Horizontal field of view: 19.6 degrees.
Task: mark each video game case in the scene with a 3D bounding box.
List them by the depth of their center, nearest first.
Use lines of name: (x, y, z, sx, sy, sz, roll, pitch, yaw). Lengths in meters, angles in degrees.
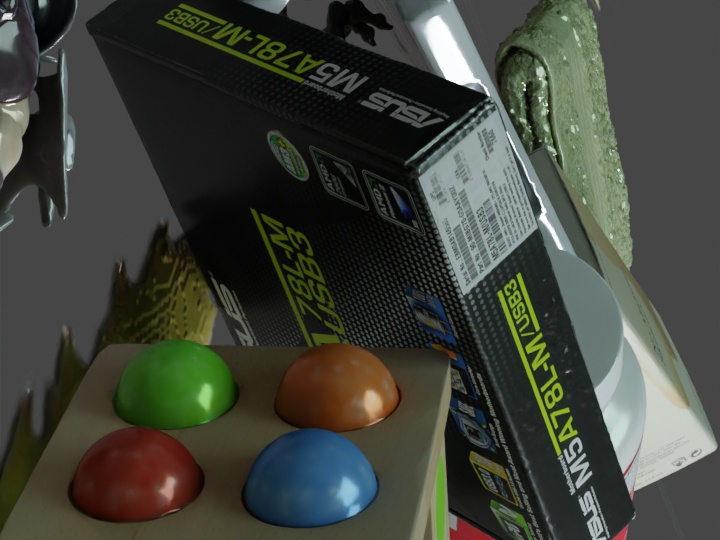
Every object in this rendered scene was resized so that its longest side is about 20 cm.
video game case: (0.024, -0.113, 0.922, 0.183, 0.023, 0.201, 58, 4, -48)

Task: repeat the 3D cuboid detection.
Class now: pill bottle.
pill bottle: (0.069, 0.078, 0.933, 0.201, 0.111, 0.113, 86, 13, -56)

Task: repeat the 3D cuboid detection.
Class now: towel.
towel: (0.128, -0.065, 1.268, 0.148, 0.036, 0.201, -52, 133, -59)

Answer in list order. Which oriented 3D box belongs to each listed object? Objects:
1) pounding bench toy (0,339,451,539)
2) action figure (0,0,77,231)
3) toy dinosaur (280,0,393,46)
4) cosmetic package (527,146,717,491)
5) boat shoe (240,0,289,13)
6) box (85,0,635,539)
pounding bench toy: (-0.029, 0.091, 0.711, 0.200, 0.123, 0.157, -72, 160, -63)
action figure: (-0.127, -0.060, 0.480, 0.200, 0.069, 0.131, -17, 88, -63)
toy dinosaur: (-0.032, -0.101, 0.885, 0.201, 0.047, 0.088, 64, 38, -35)
cosmetic package: (0.120, 0.033, 1.133, 0.200, 0.071, 0.106, 48, 18, -53)
boat shoe: (-0.062, -0.190, 0.795, 0.056, 0.069, 0.202, 7, 68, -35)
box: (0.000, 0.000, 0.767, 0.047, 0.193, 0.201, -41, 131, -23)
